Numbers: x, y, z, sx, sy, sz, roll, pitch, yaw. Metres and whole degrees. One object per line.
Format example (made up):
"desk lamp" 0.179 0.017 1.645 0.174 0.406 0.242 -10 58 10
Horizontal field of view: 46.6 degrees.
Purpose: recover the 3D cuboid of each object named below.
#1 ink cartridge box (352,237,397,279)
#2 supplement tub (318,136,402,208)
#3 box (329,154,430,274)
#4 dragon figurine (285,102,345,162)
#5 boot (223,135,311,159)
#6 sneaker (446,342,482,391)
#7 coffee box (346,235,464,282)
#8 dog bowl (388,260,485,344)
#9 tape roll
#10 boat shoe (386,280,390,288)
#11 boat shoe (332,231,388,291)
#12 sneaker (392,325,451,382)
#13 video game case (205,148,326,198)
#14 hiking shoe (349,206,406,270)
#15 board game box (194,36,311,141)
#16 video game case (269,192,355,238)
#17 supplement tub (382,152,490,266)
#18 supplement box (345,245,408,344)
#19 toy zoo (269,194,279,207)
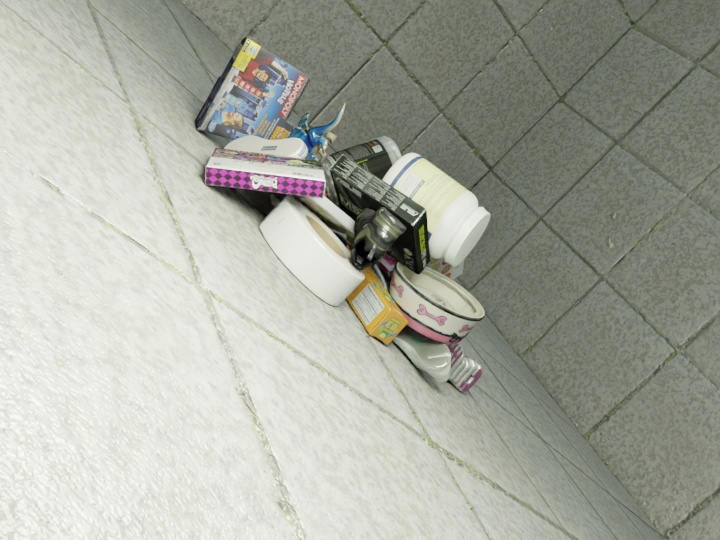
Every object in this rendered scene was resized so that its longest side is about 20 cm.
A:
"ink cartridge box" 0.094 -0.088 1.708 0.119 0.199 0.042 43 -21 23
"supplement tub" -0.014 -0.190 1.717 0.125 0.197 0.122 70 -17 0
"box" 0.040 -0.100 1.547 0.199 0.048 0.194 36 -15 21
"dragon figurine" -0.102 -0.256 1.585 0.099 0.201 0.059 35 52 0
"boot" -0.173 -0.200 1.596 0.197 0.073 0.091 9 -37 35
"sneaker" 0.182 0.184 1.776 0.088 0.081 0.200 44 0 41
"coffee box" 0.096 -0.060 1.831 0.201 0.196 0.201 50 -16 26
"dog bowl" 0.138 0.064 1.608 0.197 0.075 0.201 27 17 -9
"tape roll" -0.083 -0.036 1.454 0.203 0.071 0.203 46 9 -9
"boat shoe" 0.089 0.104 1.711 0.200 0.070 0.066 45 -7 20
"boat shoe" 0.000 0.000 1.696 0.201 0.072 0.072 51 9 28
"sneaker" 0.105 0.145 1.621 0.200 0.070 0.081 47 -19 40
"video game case" -0.160 -0.169 1.426 0.195 0.037 0.182 6 17 -8
"hiking shoe" 0.009 -0.052 1.467 0.076 0.101 0.200 41 -11 -6
"board game box" -0.193 -0.324 1.651 0.198 0.202 0.062 27 15 -27
"video game case" -0.098 -0.123 1.569 0.180 0.023 0.199 23 -8 37
"supplement tub" 0.138 -0.117 1.617 0.199 0.146 0.145 38 6 16
"supplement box" 0.011 0.044 1.570 0.066 0.069 0.201 33 19 -46
"toy zoo" -0.140 -0.126 1.750 0.131 0.020 0.201 44 10 -24
